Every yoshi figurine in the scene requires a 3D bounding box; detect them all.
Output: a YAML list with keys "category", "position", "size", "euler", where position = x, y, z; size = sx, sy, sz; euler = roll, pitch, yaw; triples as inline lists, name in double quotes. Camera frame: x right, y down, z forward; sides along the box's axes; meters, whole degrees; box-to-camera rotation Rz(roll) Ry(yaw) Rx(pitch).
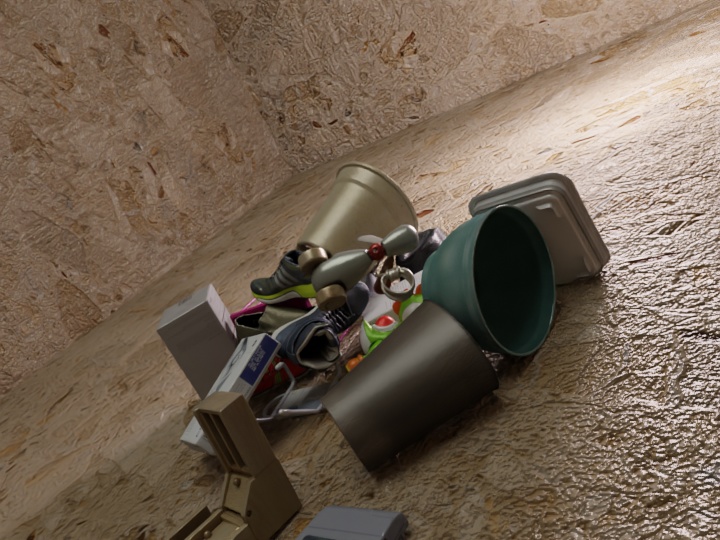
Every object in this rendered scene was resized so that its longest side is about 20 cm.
- category: "yoshi figurine"
  position: [0.076, 0.117, 1.000]
  size: [0.200, 0.112, 0.112]
  euler: [-43, 42, -4]

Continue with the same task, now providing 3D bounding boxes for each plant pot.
- category: "plant pot"
  position: [-0.019, -0.065, 1.203]
  size: [0.184, 0.202, 0.198]
  euler: [-50, 25, -25]
- category: "plant pot"
  position: [0.171, 0.020, 0.915]
  size: [0.132, 0.203, 0.200]
  euler: [-10, 25, 48]

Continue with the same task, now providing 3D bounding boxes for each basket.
- category: "basket"
  position: [0.055, 0.156, 0.848]
  size: [0.198, 0.138, 0.180]
  euler: [-35, 25, -8]

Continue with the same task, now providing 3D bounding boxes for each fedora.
- category: "fedora"
  position: [0.132, -0.021, 1.274]
  size: [0.197, 0.093, 0.201]
  euler: [-27, 18, 9]

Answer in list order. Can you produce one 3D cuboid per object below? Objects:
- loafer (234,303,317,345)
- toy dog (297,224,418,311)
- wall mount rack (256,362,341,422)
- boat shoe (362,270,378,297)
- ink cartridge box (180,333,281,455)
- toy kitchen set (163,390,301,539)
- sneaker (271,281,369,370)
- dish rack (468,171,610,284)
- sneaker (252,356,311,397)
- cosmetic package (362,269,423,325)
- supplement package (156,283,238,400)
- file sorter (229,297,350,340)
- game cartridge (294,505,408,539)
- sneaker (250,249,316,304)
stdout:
- category: "loafer"
  position: [-0.154, 0.099, 1.165]
  size: [0.196, 0.071, 0.076]
  euler: [-17, 25, 23]
- category: "toy dog"
  position: [0.000, 0.000, 1.024]
  size: [0.194, 0.136, 0.097]
  euler: [-4, -19, 8]
- category: "wall mount rack"
  position: [-0.118, 0.212, 1.061]
  size: [0.197, 0.076, 0.174]
  euler: [-19, 21, 34]
- category: "boat shoe"
  position: [-0.001, -0.006, 1.358]
  size: [0.071, 0.064, 0.202]
  euler: [-4, 44, -22]
- category: "ink cartridge box"
  position: [-0.223, 0.203, 1.059]
  size: [0.202, 0.040, 0.199]
  euler: [-60, 15, -23]
- category: "toy kitchen set"
  position: [-0.222, 0.291, 0.826]
  size: [0.199, 0.184, 0.161]
  euler: [-36, 17, -36]
- category: "sneaker"
  position: [-0.041, 0.089, 1.050]
  size: [0.200, 0.078, 0.145]
  euler: [-35, 15, -20]
- category: "dish rack"
  position: [0.269, -0.045, 0.970]
  size: [0.169, 0.201, 0.044]
  euler: [-15, 39, 38]
- category: "sneaker"
  position: [-0.159, 0.179, 1.184]
  size: [0.198, 0.078, 0.085]
  euler: [-36, -17, 11]
- category: "cosmetic package"
  position: [0.103, 0.059, 1.136]
  size: [0.196, 0.072, 0.102]
  euler: [-27, 17, 8]
- category: "supplement package"
  position: [-0.310, 0.155, 1.315]
  size: [0.119, 0.203, 0.120]
  euler: [-28, 17, -2]
- category: "file sorter"
  position: [-0.133, 0.101, 1.293]
  size: [0.197, 0.141, 0.126]
  euler: [-17, 17, 34]
- category: "game cartridge"
  position: [-0.044, 0.334, 0.672]
  size: [0.131, 0.041, 0.200]
  euler: [-19, 20, 43]
- category: "sneaker"
  position: [-0.127, 0.006, 1.156]
  size: [0.196, 0.083, 0.074]
  euler: [-10, 17, 34]
